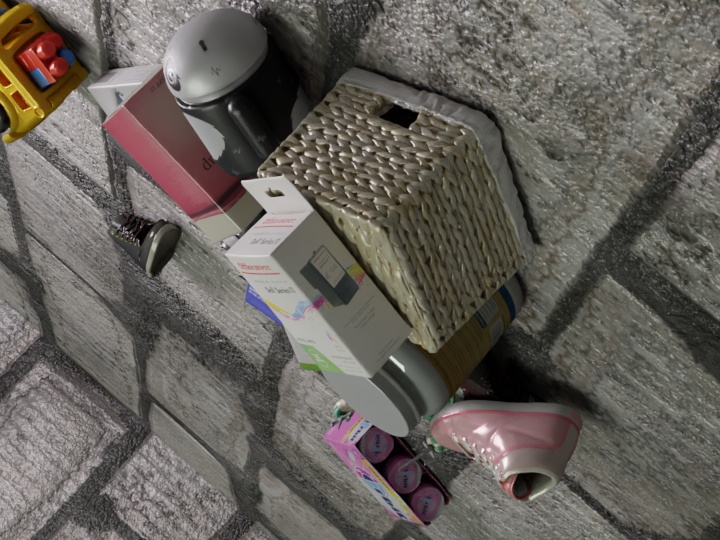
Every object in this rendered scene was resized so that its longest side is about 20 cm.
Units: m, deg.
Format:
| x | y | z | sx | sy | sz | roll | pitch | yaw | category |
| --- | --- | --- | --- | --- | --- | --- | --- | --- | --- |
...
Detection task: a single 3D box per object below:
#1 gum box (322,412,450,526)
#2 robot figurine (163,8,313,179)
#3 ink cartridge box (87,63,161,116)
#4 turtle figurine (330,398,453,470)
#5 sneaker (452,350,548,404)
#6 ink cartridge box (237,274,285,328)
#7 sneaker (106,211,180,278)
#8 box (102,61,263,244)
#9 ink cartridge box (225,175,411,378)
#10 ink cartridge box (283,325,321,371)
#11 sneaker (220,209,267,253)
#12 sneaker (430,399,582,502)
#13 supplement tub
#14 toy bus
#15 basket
| x | y | z | sx | sy | sz | roll | pitch | yaw | category |
| --- | --- | --- | --- | --- | --- | --- | --- | --- | --- |
| 0.044 | 0.315 | 2.269 | 0.200 | 0.066 | 0.113 | 50 | 160 | -19 | gum box |
| -0.126 | -0.180 | 1.521 | 0.149 | 0.125 | 0.201 | 4 | 139 | 40 | robot figurine |
| -0.253 | -0.185 | 1.866 | 0.177 | 0.045 | 0.199 | 54 | 158 | -24 | ink cartridge box |
| 0.055 | 0.166 | 1.780 | 0.149 | 0.101 | 0.200 | 28 | -159 | 13 | turtle figurine |
| 0.169 | 0.132 | 1.696 | 0.115 | 0.076 | 0.201 | 19 | 153 | 17 | sneaker |
| -0.076 | 0.048 | 1.854 | 0.099 | 0.039 | 0.199 | 32 | -168 | 30 | ink cartridge box |
| -0.349 | -0.054 | 2.256 | 0.106 | 0.075 | 0.200 | 40 | 161 | 0 | sneaker |
| -0.182 | -0.150 | 1.679 | 0.200 | 0.128 | 0.109 | 46 | 159 | -12 | box |
| -0.054 | 0.007 | 1.381 | 0.200 | 0.067 | 0.117 | 51 | 159 | -18 | ink cartridge box |
| -0.026 | 0.024 | 1.693 | 0.147 | 0.076 | 0.201 | 4 | 129 | 32 | ink cartridge box |
| -0.085 | -0.030 | 1.826 | 0.199 | 0.091 | 0.066 | 27 | -173 | -47 | sneaker |
| 0.156 | 0.212 | 1.661 | 0.199 | 0.105 | 0.075 | -5 | 143 | 36 | sneaker |
| 0.064 | 0.063 | 1.537 | 0.144 | 0.200 | 0.145 | 35 | 159 | 16 | supplement tub |
| -0.470 | -0.296 | 1.950 | 0.191 | 0.136 | 0.201 | -15 | 118 | 51 | toy bus |
| 0.036 | -0.061 | 1.409 | 0.197 | 0.161 | 0.201 | 26 | 152 | 40 | basket |
